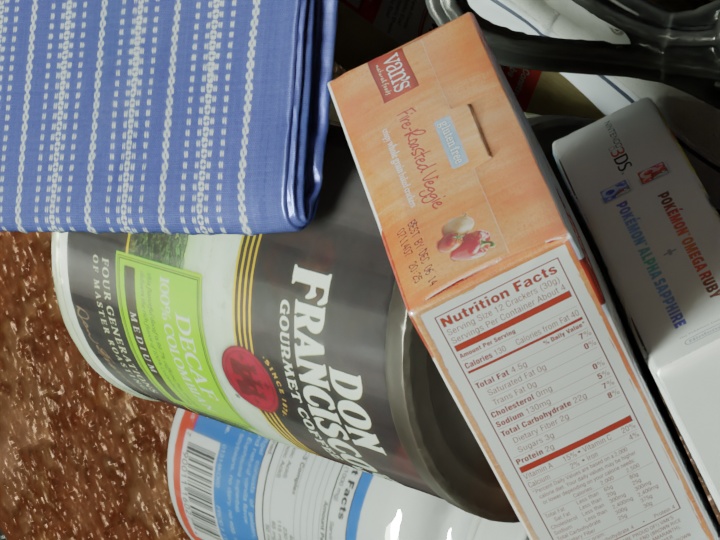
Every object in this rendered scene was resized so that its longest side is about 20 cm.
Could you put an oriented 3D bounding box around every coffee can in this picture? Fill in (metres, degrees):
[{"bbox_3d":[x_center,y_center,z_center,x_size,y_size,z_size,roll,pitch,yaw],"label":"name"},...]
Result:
[{"bbox_3d":[0.000,0.000,1.126,0.199,0.146,0.147,15,117,45],"label":"coffee can"}]

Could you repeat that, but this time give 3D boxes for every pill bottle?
[{"bbox_3d":[0.021,0.094,1.217,0.199,0.112,0.113,19,119,45],"label":"pill bottle"}]

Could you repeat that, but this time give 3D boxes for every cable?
[{"bbox_3d":[0.122,-0.075,0.999,0.199,0.050,0.098,3,110,17],"label":"cable"}]

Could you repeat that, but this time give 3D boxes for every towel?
[{"bbox_3d":[-0.079,-0.085,1.106,0.199,0.024,0.146,1,85,46],"label":"towel"}]

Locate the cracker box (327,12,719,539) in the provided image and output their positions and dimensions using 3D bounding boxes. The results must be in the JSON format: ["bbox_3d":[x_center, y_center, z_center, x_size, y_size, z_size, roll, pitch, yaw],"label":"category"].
[{"bbox_3d":[0.062,0.035,0.957,0.134,0.057,0.201,-108,-8,-55],"label":"cracker box"}]

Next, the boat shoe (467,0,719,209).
[{"bbox_3d":[0.087,-0.111,1.041,0.202,0.075,0.086,42,135,7],"label":"boat shoe"}]

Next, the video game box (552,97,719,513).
[{"bbox_3d":[0.135,0.064,0.990,0.201,0.047,0.182,62,-177,-25],"label":"video game box"}]

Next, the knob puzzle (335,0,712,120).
[{"bbox_3d":[0.063,-0.123,1.128,0.219,0.030,0.221,20,126,30],"label":"knob puzzle"}]
